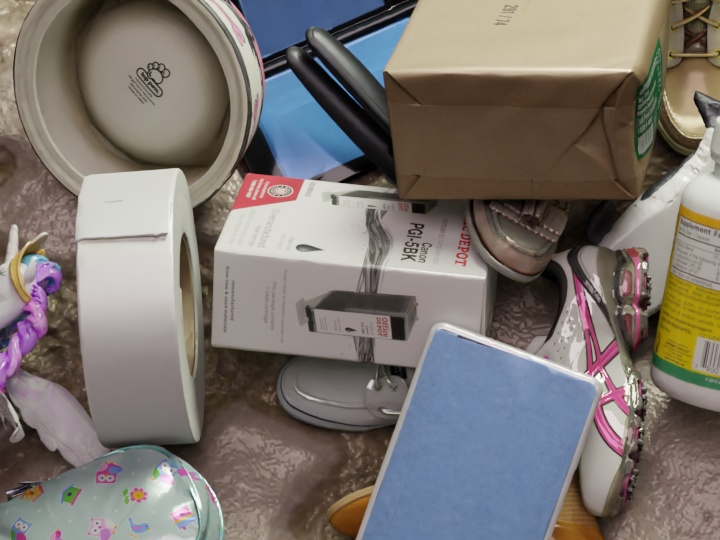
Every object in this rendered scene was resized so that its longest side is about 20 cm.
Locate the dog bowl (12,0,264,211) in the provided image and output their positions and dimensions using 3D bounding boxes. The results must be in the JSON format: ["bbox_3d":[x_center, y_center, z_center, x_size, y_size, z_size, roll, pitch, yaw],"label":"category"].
[{"bbox_3d":[-0.161,-0.143,1.779,0.199,0.074,0.201,8,111,20],"label":"dog bowl"}]

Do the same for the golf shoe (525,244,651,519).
[{"bbox_3d":[0.165,0.081,1.694,0.092,0.073,0.201,1,74,5],"label":"golf shoe"}]

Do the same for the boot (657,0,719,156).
[{"bbox_3d":[0.258,-0.203,1.784,0.072,0.155,0.201,-1,66,0],"label":"boot"}]

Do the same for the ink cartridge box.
[{"bbox_3d":[0.000,0.000,1.718,0.199,0.083,0.147,6,26,5],"label":"ink cartridge box"}]

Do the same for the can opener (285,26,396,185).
[{"bbox_3d":[0.021,-0.107,1.793,0.200,0.063,0.079,39,31,-4],"label":"can opener"}]

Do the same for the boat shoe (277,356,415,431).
[{"bbox_3d":[0.036,0.075,1.733,0.199,0.067,0.074,-4,68,2],"label":"boat shoe"}]

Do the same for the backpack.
[{"bbox_3d":[-0.189,0.214,1.658,0.199,0.127,0.167,-23,65,-9],"label":"backpack"}]

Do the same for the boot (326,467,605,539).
[{"bbox_3d":[0.082,0.220,1.670,0.200,0.071,0.145,-6,67,-4],"label":"boot"}]

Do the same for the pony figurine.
[{"bbox_3d":[-0.286,0.083,1.717,0.200,0.167,0.193,-32,61,7],"label":"pony figurine"}]

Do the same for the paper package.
[{"bbox_3d":[0.125,-0.140,1.701,0.190,0.104,0.200,0,28,14],"label":"paper package"}]

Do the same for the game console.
[{"bbox_3d":[-0.020,-0.176,1.815,0.199,0.173,0.119,-24,42,-7],"label":"game console"}]

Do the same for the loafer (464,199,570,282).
[{"bbox_3d":[0.124,-0.061,1.713,0.072,0.200,0.063,32,116,-6],"label":"loafer"}]

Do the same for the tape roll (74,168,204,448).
[{"bbox_3d":[-0.158,0.027,1.690,0.070,0.203,0.203,-3,68,2],"label":"tape roll"}]

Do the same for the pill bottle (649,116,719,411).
[{"bbox_3d":[0.279,-0.006,1.683,0.112,0.113,0.201,10,103,7],"label":"pill bottle"}]

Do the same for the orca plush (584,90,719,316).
[{"bbox_3d":[0.221,-0.041,1.763,0.105,0.071,0.201,18,99,-8],"label":"orca plush"}]

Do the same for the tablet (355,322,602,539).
[{"bbox_3d":[0.079,0.150,1.638,0.130,0.014,0.201,20,93,9],"label":"tablet"}]
